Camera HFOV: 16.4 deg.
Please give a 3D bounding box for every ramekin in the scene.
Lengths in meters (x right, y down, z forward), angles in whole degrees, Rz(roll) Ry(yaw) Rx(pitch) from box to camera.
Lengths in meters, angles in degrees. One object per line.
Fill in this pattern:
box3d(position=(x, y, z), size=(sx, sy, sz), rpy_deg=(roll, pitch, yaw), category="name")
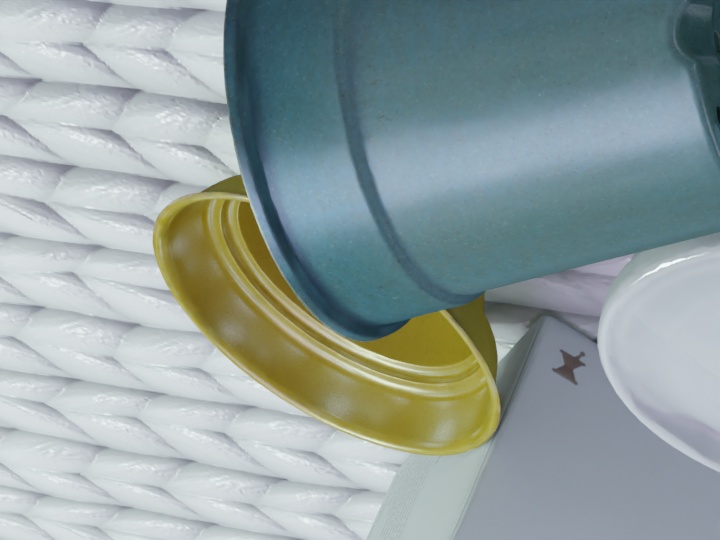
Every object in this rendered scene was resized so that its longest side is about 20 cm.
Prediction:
box3d(position=(0.215, 0.015, 1.150), size=(0.202, 0.094, 0.203), rpy_deg=(13, 145, 9), category="ramekin")

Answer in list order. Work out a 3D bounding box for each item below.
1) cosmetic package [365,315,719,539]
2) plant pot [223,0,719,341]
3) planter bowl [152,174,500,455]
box3d(position=(0.100, 0.167, 1.351), size=(0.167, 0.167, 0.200), rpy_deg=(31, 142, -5), category="cosmetic package")
box3d(position=(0.075, -0.080, 1.070), size=(0.195, 0.201, 0.201), rpy_deg=(-8, 131, 27), category="plant pot")
box3d(position=(0.000, 0.000, 1.271), size=(0.200, 0.084, 0.201), rpy_deg=(25, 151, 15), category="planter bowl")
